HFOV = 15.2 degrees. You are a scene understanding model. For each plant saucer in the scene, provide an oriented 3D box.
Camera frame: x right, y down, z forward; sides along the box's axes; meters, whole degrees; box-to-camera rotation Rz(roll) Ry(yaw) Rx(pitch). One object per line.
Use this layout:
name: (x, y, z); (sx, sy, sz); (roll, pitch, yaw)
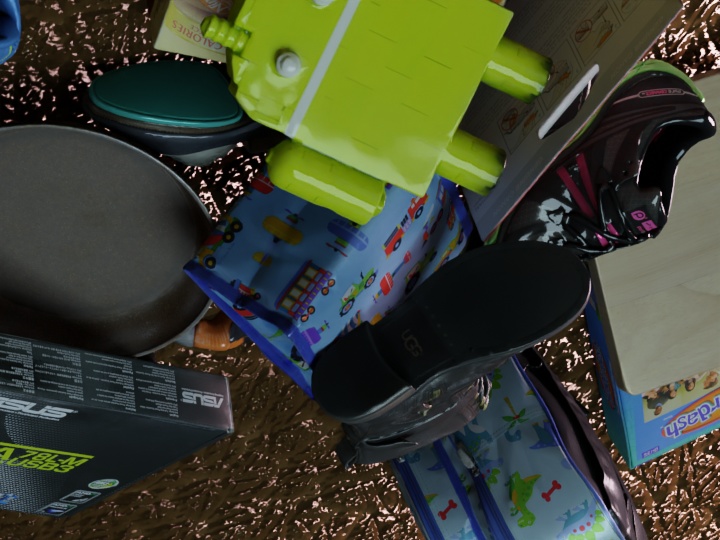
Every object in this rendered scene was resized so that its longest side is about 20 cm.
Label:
plant saucer: (-0.183, -0.022, 1.674); (0.200, 0.032, 0.200); (4, 133, 4)

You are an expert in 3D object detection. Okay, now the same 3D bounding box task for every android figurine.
android figurine: (0.006, -0.123, 1.563); (0.200, 0.041, 0.182); (26, 97, -16)

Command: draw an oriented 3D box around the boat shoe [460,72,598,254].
boat shoe: (0.112, -0.068, 1.783); (0.066, 0.072, 0.201); (-7, 119, -58)

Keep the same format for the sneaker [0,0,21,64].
sneaker: (-0.240, -0.128, 1.527); (0.076, 0.105, 0.200); (-9, 135, -23)

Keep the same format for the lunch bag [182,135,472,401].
lunch bag: (0.000, 0.000, 1.699); (0.151, 0.094, 0.200); (-53, 150, -10)

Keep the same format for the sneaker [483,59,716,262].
sneaker: (0.150, -0.043, 1.722); (0.200, 0.084, 0.077); (-53, 146, 4)

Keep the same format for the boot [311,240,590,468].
boot: (0.059, 0.057, 1.706); (0.200, 0.069, 0.174); (-26, 162, 4)

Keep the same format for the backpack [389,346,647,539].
backpack: (0.116, 0.165, 1.964); (0.147, 0.200, 0.183); (-34, 140, 4)

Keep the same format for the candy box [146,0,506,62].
candy box: (-0.016, -0.173, 1.616); (0.200, 0.055, 0.115); (10, 127, -19)

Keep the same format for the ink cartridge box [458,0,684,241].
ink cartridge box: (0.129, -0.129, 1.691); (0.044, 0.174, 0.200); (26, 116, -30)

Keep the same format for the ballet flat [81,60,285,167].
ballet flat: (-0.079, -0.097, 1.685); (0.200, 0.073, 0.073); (-12, 136, -24)

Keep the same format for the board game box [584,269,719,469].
board game box: (0.251, 0.048, 2.044); (0.152, 0.045, 0.200); (-24, 138, -8)

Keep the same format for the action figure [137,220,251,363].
action figure: (-0.046, -0.022, 1.778); (0.193, 0.105, 0.200); (-5, 119, -37)

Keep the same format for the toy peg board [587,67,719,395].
toy peg board: (0.237, -0.043, 1.895); (0.200, 0.098, 0.199); (-18, 104, -14)

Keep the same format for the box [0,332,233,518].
box: (-0.219, 0.104, 1.763); (0.200, 0.048, 0.193); (14, 152, -40)

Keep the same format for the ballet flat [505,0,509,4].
ballet flat: (0.065, -0.243, 1.648); (0.066, 0.057, 0.200); (0, 131, 4)
